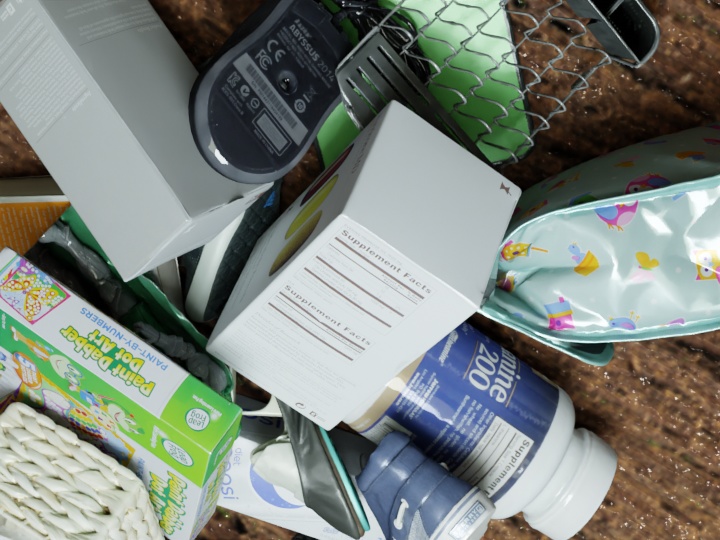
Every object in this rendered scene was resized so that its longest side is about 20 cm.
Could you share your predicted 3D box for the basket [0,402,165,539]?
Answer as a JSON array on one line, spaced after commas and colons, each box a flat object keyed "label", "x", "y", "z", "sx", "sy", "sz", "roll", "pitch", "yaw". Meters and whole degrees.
[{"label": "basket", "x": -0.223, "y": 0.202, "z": 1.314, "sx": 0.135, "sy": 0.124, "sz": 0.201, "roll": 29, "pitch": 155, "yaw": 18}]

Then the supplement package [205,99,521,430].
[{"label": "supplement package", "x": 0.000, "y": 0.000, "z": 1.232, "sx": 0.109, "sy": 0.114, "sz": 0.200, "roll": 33, "pitch": 139, "yaw": -12}]

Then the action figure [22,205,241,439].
[{"label": "action figure", "x": -0.156, "y": 0.048, "z": 1.297, "sx": 0.200, "sy": 0.055, "sz": 0.118, "roll": 44, "pitch": 133, "yaw": -7}]

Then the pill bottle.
[{"label": "pill bottle", "x": 0.087, "y": 0.112, "z": 1.350, "sx": 0.199, "sy": 0.111, "sz": 0.111, "roll": 34, "pitch": 111, "yaw": -10}]

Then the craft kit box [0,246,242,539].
[{"label": "craft kit box", "x": -0.181, "y": 0.095, "z": 1.281, "sx": 0.196, "sy": 0.049, "sz": 0.200, "roll": 31, "pitch": 152, "yaw": 6}]

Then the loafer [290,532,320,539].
[{"label": "loafer", "x": 0.036, "y": 0.258, "z": 1.444, "sx": 0.198, "sy": 0.073, "sz": 0.072, "roll": 16, "pitch": 121, "yaw": 4}]

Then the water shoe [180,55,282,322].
[{"label": "water shoe", "x": -0.103, "y": -0.060, "z": 1.327, "sx": 0.079, "sy": 0.071, "sz": 0.201, "roll": 31, "pitch": 120, "yaw": 24}]

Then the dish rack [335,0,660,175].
[{"label": "dish rack", "x": 0.087, "y": -0.145, "z": 1.240, "sx": 0.200, "sy": 0.055, "sz": 0.154, "roll": -46, "pitch": 105, "yaw": -8}]

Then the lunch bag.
[{"label": "lunch bag", "x": 0.172, "y": -0.016, "z": 1.259, "sx": 0.198, "sy": 0.170, "sz": 0.123, "roll": -13, "pitch": 104, "yaw": 10}]

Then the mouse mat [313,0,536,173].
[{"label": "mouse mat", "x": 0.030, "y": -0.156, "z": 1.300, "sx": 0.159, "sy": 0.008, "sz": 0.202, "roll": -11, "pitch": 112, "yaw": 9}]

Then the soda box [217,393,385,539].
[{"label": "soda box", "x": -0.055, "y": 0.152, "z": 1.401, "sx": 0.198, "sy": 0.068, "sz": 0.064, "roll": 20, "pitch": 112, "yaw": -4}]

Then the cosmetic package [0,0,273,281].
[{"label": "cosmetic package", "x": -0.162, "y": -0.105, "z": 1.241, "sx": 0.090, "sy": 0.107, "sz": 0.201, "roll": -35, "pitch": 84, "yaw": 36}]

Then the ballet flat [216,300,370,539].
[{"label": "ballet flat", "x": -0.055, "y": 0.107, "z": 1.335, "sx": 0.068, "sy": 0.068, "sz": 0.202, "roll": -19, "pitch": 81, "yaw": -1}]

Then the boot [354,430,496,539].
[{"label": "boot", "x": 0.040, "y": 0.174, "z": 1.322, "sx": 0.090, "sy": 0.200, "sz": 0.073, "roll": 42, "pitch": 69, "yaw": 11}]

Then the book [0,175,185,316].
[{"label": "book", "x": -0.234, "y": 0.000, "z": 1.349, "sx": 0.198, "sy": 0.048, "sz": 0.135, "roll": -1, "pitch": 114, "yaw": 15}]

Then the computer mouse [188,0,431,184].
[{"label": "computer mouse", "x": -0.049, "y": -0.128, "z": 1.239, "sx": 0.053, "sy": 0.200, "sz": 0.139, "roll": -12, "pitch": 118, "yaw": 52}]
